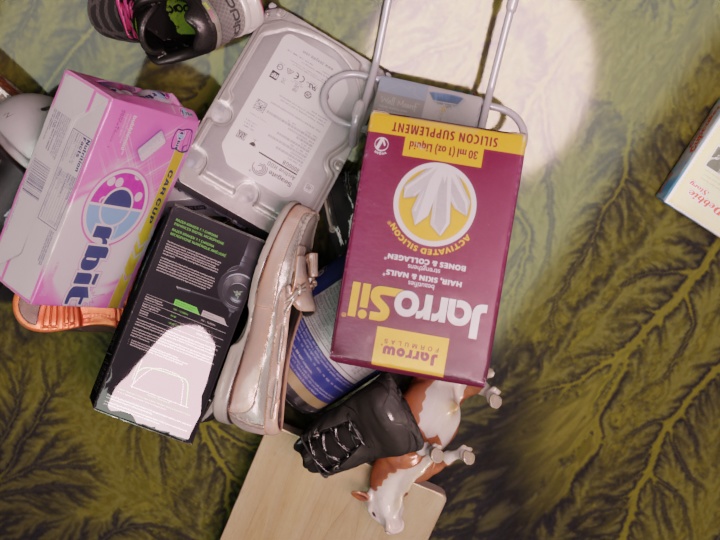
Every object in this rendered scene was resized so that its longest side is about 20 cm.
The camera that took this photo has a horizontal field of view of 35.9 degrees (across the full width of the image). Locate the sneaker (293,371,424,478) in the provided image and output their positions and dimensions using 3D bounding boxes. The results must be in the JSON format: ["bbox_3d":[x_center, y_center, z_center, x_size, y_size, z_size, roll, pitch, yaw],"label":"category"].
[{"bbox_3d":[-0.006,0.149,0.989,0.090,0.200,0.076,-26,80,-20],"label":"sneaker"}]

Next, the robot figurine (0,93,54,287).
[{"bbox_3d":[-0.324,-0.068,1.036,0.124,0.150,0.200,37,99,-22],"label":"robot figurine"}]

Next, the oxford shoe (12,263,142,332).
[{"bbox_3d":[-0.248,0.030,1.122,0.198,0.073,0.072,3,85,-18],"label":"oxford shoe"}]

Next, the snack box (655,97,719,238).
[{"bbox_3d":[0.409,-0.069,1.103,0.199,0.037,0.117,31,101,-7],"label":"snack box"}]

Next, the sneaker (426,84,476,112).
[{"bbox_3d":[0.055,-0.081,1.091,0.094,0.079,0.202,12,94,3],"label":"sneaker"}]

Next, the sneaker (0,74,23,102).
[{"bbox_3d":[-0.412,-0.187,1.063,0.200,0.071,0.080,40,96,-10],"label":"sneaker"}]

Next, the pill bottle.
[{"bbox_3d":[0.006,0.037,1.020,0.199,0.112,0.112,-34,101,13],"label":"pill bottle"}]

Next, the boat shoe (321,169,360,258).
[{"bbox_3d":[0.000,0.000,1.104,0.060,0.074,0.202,-8,108,9],"label":"boat shoe"}]

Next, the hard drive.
[{"bbox_3d":[-0.074,-0.134,1.048,0.139,0.038,0.201,30,76,-6],"label":"hard drive"}]

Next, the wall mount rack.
[{"bbox_3d":[0.067,-0.181,1.017,0.198,0.075,0.175,13,66,2],"label":"wall mount rack"}]

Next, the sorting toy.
[{"bbox_3d":[-0.039,0.273,1.171,0.197,0.070,0.202,23,103,-5],"label":"sorting toy"}]

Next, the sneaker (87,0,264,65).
[{"bbox_3d":[-0.187,-0.232,1.007,0.198,0.087,0.074,11,127,32],"label":"sneaker"}]

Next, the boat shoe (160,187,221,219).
[{"bbox_3d":[-0.152,-0.092,1.088,0.198,0.072,0.069,-5,73,-8],"label":"boat shoe"}]

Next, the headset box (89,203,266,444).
[{"bbox_3d":[-0.169,0.043,1.016,0.092,0.174,0.202,22,81,-13],"label":"headset box"}]

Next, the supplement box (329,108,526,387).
[{"bbox_3d":[0.055,-0.015,0.906,0.129,0.103,0.202,9,85,5],"label":"supplement box"}]

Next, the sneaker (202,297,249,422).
[{"bbox_3d":[-0.112,0.075,1.123,0.079,0.074,0.201,20,111,-40],"label":"sneaker"}]

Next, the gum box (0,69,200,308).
[{"bbox_3d":[-0.230,-0.071,0.970,0.066,0.113,0.202,31,103,29],"label":"gum box"}]

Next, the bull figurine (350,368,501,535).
[{"bbox_3d":[0.066,0.158,1.085,0.065,0.121,0.201,37,60,-24],"label":"bull figurine"}]

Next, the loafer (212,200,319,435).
[{"bbox_3d":[-0.065,0.043,0.958,0.062,0.072,0.202,18,86,17],"label":"loafer"}]
